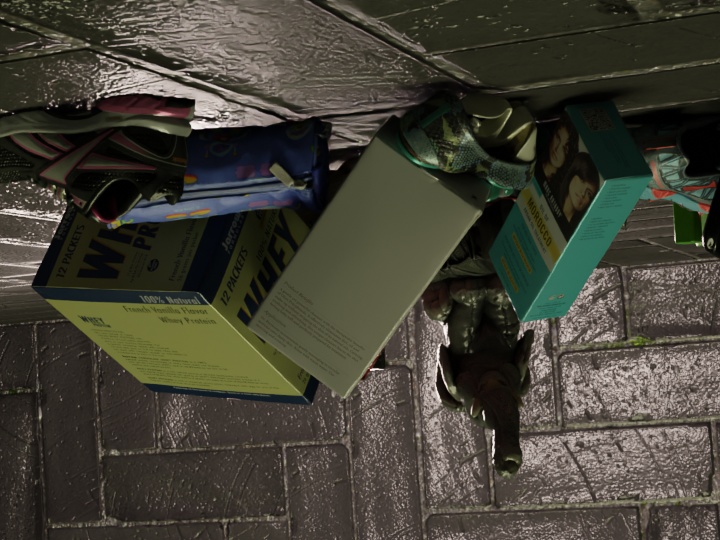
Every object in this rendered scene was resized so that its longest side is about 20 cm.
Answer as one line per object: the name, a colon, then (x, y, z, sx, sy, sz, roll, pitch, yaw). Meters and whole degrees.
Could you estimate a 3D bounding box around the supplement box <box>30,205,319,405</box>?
supplement box: (-0.148, 0.011, 1.418, 0.198, 0.136, 0.200, 1, 149, 33)

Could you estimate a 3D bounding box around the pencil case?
pencil case: (-0.118, -0.079, 1.268, 0.197, 0.079, 0.087, -4, -158, 1)

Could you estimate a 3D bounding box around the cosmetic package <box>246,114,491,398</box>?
cosmetic package: (0.007, -0.011, 1.272, 0.107, 0.201, 0.085, 36, -161, -1)

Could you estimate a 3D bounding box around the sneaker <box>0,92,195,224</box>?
sneaker: (-0.211, -0.077, 1.176, 0.198, 0.088, 0.080, -7, 173, 37)

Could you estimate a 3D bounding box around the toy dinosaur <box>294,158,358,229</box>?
toy dinosaur: (-0.026, -0.070, 1.490, 0.197, 0.087, 0.136, -11, 178, 1)

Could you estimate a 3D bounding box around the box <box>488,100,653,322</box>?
box: (0.176, -0.047, 1.340, 0.049, 0.083, 0.201, -8, 146, -24)

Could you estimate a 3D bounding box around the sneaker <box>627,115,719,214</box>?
sneaker: (0.320, -0.099, 1.434, 0.198, 0.080, 0.095, -3, 172, -43)

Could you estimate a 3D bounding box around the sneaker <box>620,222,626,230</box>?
sneaker: (0.212, -0.080, 1.529, 0.085, 0.075, 0.200, 4, -176, -2)

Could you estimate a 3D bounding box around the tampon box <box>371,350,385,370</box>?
tampon box: (-0.050, 0.021, 1.849, 0.124, 0.203, 0.150, -5, 175, 12)

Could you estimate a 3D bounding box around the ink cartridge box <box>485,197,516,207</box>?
ink cartridge box: (0.091, -0.082, 1.635, 0.108, 0.051, 0.199, 2, 172, -38)

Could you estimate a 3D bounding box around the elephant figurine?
elephant figurine: (0.131, 0.103, 1.663, 0.140, 0.203, 0.154, -1, -171, 35)

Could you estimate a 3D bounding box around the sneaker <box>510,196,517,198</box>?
sneaker: (0.185, -0.082, 1.736, 0.199, 0.076, 0.115, -21, -165, 27)

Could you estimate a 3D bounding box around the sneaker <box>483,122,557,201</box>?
sneaker: (0.130, -0.106, 1.404, 0.198, 0.075, 0.087, -6, -154, -28)

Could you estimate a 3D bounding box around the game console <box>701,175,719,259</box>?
game console: (0.395, -0.079, 1.390, 0.115, 0.178, 0.200, 18, -179, 23)

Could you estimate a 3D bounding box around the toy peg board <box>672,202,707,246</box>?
toy peg board: (0.425, -0.081, 1.625, 0.197, 0.099, 0.199, -7, 175, 36)

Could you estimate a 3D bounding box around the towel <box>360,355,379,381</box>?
towel: (0.000, 0.000, 1.484, 0.144, 0.201, 0.023, 18, 158, 41)

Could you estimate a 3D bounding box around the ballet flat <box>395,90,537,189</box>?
ballet flat: (0.105, -0.107, 1.250, 0.073, 0.075, 0.199, -6, 178, 30)

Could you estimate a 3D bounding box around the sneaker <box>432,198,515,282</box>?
sneaker: (0.104, -0.025, 1.557, 0.113, 0.077, 0.199, -9, 180, -6)
